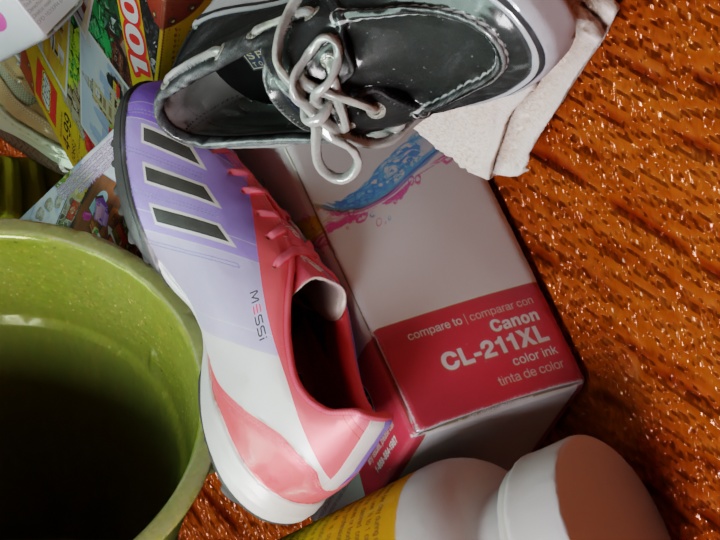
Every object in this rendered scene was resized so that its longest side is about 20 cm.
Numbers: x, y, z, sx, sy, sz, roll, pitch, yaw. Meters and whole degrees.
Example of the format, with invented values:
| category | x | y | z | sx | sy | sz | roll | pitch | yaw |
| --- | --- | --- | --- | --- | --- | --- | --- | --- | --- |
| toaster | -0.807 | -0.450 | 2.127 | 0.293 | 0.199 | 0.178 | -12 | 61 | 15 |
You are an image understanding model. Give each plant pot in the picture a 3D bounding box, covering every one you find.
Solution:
| category | x | y | z | sx | sy | sz | roll | pitch | yaw |
| --- | --- | --- | --- | --- | --- | --- | --- | --- | --- |
| plant pot | -0.150 | 0.114 | 1.269 | 0.200 | 0.200 | 0.190 | 57 | 162 | 35 |

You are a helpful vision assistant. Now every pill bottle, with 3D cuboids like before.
| category | x | y | z | sx | sy | sz | roll | pitch | yaw |
| --- | --- | --- | --- | --- | --- | --- | --- | --- | --- |
| pill bottle | 0.021 | 0.141 | 1.179 | 0.200 | 0.113 | 0.113 | -28 | 77 | 28 |

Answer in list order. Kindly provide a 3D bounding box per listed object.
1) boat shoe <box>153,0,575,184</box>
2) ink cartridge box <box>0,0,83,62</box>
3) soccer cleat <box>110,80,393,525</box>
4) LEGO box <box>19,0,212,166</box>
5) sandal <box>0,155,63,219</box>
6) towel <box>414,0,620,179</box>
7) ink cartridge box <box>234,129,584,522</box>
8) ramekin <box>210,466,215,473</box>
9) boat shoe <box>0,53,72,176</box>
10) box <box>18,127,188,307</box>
| category | x | y | z | sx | sy | sz | roll | pitch | yaw |
| --- | --- | --- | --- | --- | --- | --- | --- | --- | --- |
| boat shoe | -0.007 | -0.075 | 1.095 | 0.199 | 0.068 | 0.074 | 3 | 136 | 48 |
| ink cartridge box | -0.254 | -0.167 | 1.421 | 0.196 | 0.043 | 0.200 | -21 | 114 | 47 |
| soccer cleat | -0.041 | -0.001 | 1.194 | 0.073 | 0.068 | 0.200 | -39 | 58 | 34 |
| LEGO box | -0.097 | -0.122 | 1.426 | 0.149 | 0.077 | 0.200 | 59 | 155 | 31 |
| sandal | -0.205 | -0.022 | 1.634 | 0.087 | 0.200 | 0.080 | -33 | 44 | 34 |
| towel | -0.002 | -0.122 | 1.131 | 0.200 | 0.034 | 0.133 | 37 | 150 | 5 |
| ink cartridge box | 0.000 | 0.000 | 1.270 | 0.200 | 0.083 | 0.146 | 65 | 157 | 19 |
| ramekin | -0.146 | 0.053 | 1.525 | 0.200 | 0.199 | 0.098 | -175 | 77 | -67 |
| boat shoe | -0.169 | -0.107 | 1.635 | 0.200 | 0.072 | 0.076 | 34 | 103 | 41 |
| box | -0.103 | 0.025 | 1.336 | 0.200 | 0.039 | 0.137 | -34 | 76 | 60 |
